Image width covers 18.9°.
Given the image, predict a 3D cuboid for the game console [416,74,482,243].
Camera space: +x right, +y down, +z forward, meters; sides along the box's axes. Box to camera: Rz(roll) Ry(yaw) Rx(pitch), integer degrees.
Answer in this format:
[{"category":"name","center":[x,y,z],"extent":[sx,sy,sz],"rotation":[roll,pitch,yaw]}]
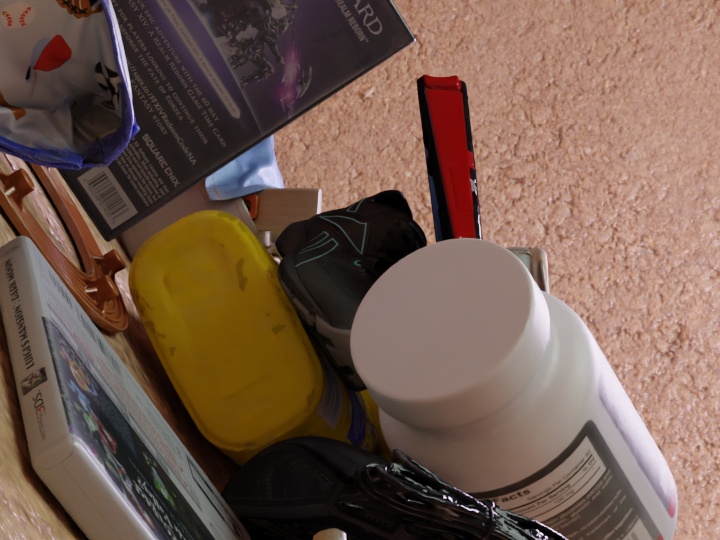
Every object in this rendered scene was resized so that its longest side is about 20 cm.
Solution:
[{"category":"game console","center":[0.057,0.008,1.219],"extent":[0.177,0.031,0.200],"rotation":[-92,174,-47]}]

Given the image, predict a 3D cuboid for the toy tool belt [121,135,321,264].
[{"category":"toy tool belt","center":[-0.093,-0.085,1.414],"extent":[0.125,0.123,0.201],"rotation":[26,39,-52]}]

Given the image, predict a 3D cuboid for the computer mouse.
[{"category":"computer mouse","center":[0.009,0.111,1.024],"extent":[0.138,0.053,0.200],"rotation":[33,-23,-30]}]

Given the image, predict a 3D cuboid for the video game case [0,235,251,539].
[{"category":"video game case","center":[-0.087,0.100,0.915],"extent":[0.200,0.023,0.182],"rotation":[58,2,-30]}]

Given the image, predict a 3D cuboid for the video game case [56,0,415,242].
[{"category":"video game case","center":[-0.091,-0.128,1.156],"extent":[0.143,0.200,0.019],"rotation":[57,0,-13]}]

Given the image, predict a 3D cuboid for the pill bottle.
[{"category":"pill bottle","center":[0.078,0.079,1.087],"extent":[0.200,0.116,0.116],"rotation":[56,3,-45]}]

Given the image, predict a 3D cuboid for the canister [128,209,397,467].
[{"category":"canister","center":[-0.054,0.059,1.258],"extent":[0.149,0.086,0.200],"rotation":[61,2,21]}]

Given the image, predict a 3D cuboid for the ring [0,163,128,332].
[{"category":"ring","center":[-0.175,-0.055,1.145],"extent":[0.201,0.019,0.200],"rotation":[59,2,-4]}]

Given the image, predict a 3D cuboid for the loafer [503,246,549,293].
[{"category":"loafer","center":[0.117,0.075,1.351],"extent":[0.072,0.063,0.201],"rotation":[115,-41,-67]}]

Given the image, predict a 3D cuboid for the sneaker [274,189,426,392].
[{"category":"sneaker","center":[0.000,0.000,1.189],"extent":[0.076,0.079,0.200],"rotation":[58,5,-20]}]

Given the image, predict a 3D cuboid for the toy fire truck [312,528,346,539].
[{"category":"toy fire truck","center":[0.016,0.201,0.744],"extent":[0.200,0.129,0.176],"rotation":[42,12,-36]}]

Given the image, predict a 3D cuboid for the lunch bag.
[{"category":"lunch bag","center":[-0.178,-0.140,0.945],"extent":[0.200,0.124,0.170],"rotation":[48,5,-25]}]
